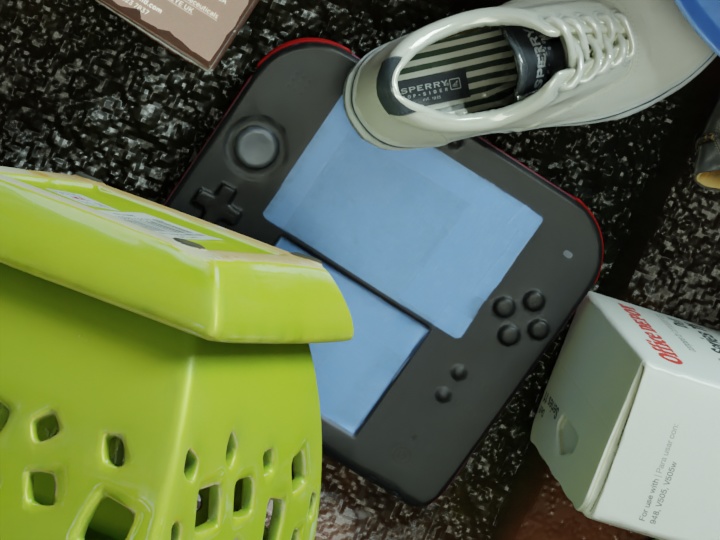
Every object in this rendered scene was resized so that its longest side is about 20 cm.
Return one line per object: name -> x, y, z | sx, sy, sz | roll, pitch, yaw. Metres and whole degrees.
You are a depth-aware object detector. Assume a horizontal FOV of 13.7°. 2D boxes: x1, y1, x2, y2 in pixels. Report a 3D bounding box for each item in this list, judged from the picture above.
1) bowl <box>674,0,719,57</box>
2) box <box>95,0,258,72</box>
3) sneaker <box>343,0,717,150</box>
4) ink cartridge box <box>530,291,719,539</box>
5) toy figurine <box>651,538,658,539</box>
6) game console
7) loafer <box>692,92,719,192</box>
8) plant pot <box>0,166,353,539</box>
bowl -> 0.229, -0.148, 1.341 | 0.200, 0.039, 0.201 | 18, 140, 16
box -> -0.047, -0.198, 1.371 | 0.075, 0.100, 0.200 | 33, 98, -14
sneaker -> 0.092, -0.098, 1.414 | 0.199, 0.071, 0.073 | -19, 96, -15
ink cartridge box -> 0.197, 0.089, 1.452 | 0.199, 0.147, 0.083 | 16, 101, -12
toy figurine -> 0.197, 0.245, 1.473 | 0.200, 0.184, 0.150 | 42, 96, -16
game console -> 0.000, 0.000, 1.465 | 0.200, 0.031, 0.177 | 32, 98, -13
loafer -> 0.253, -0.033, 1.424 | 0.200, 0.073, 0.072 | 24, 67, 23
plant pot -> -0.122, 0.059, 1.355 | 0.199, 0.200, 0.182 | 20, 95, 20
